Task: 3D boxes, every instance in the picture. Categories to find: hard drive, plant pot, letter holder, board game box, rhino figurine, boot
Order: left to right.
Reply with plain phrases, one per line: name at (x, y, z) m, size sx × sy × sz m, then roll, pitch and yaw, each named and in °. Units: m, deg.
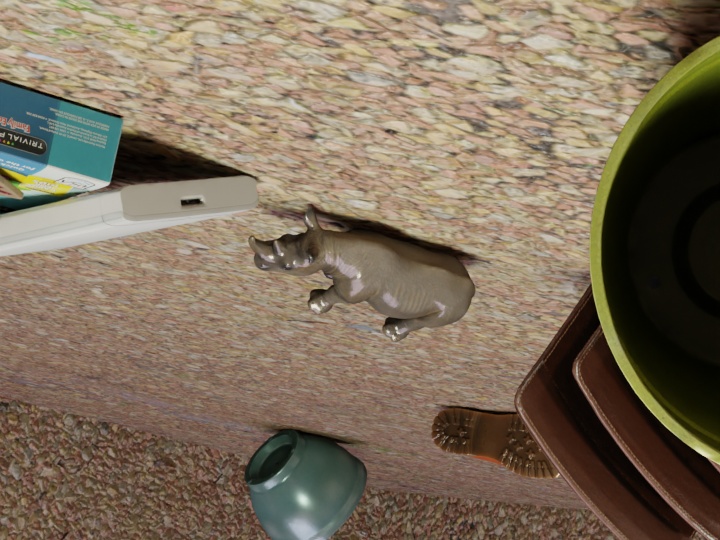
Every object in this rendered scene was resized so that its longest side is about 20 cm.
board game box at (-0.267, -0.085, 1.174) m, size 0.151 × 0.047 × 0.200 m, roll 16°, pitch 167°, yaw -27°
hard drive at (-0.188, -0.036, 1.237) m, size 0.200 × 0.027 × 0.132 m, roll -9°, pitch 180°, yaw 39°
plant pot at (-0.107, 0.349, 2.927) m, size 0.134 × 0.200 × 0.200 m, roll 47°, pitch 152°, yaw -25°
rhino figurine at (0.000, 0.000, 1.325) m, size 0.200 × 0.060 × 0.087 m, roll 19°, pitch 152°, yaw -33°
boot at (0.201, 0.220, 2.254) m, size 0.200 × 0.075 × 0.107 m, roll 13°, pitch 176°, yaw 35°
letter holder at (0.226, 0.117, 1.290) m, size 0.200 × 0.142 × 0.101 m, roll 49°, pitch 154°, yaw -19°
plant pot at (0.196, -0.010, 0.825) m, size 0.200 × 0.201 × 0.193 m, roll 10°, pitch -179°, yaw 1°

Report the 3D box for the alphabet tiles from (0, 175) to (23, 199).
alphabet tiles at (-0.324, -0.077, 1.129) m, size 0.200 × 0.006 × 0.166 m, roll 10°, pitch 168°, yaw 14°
